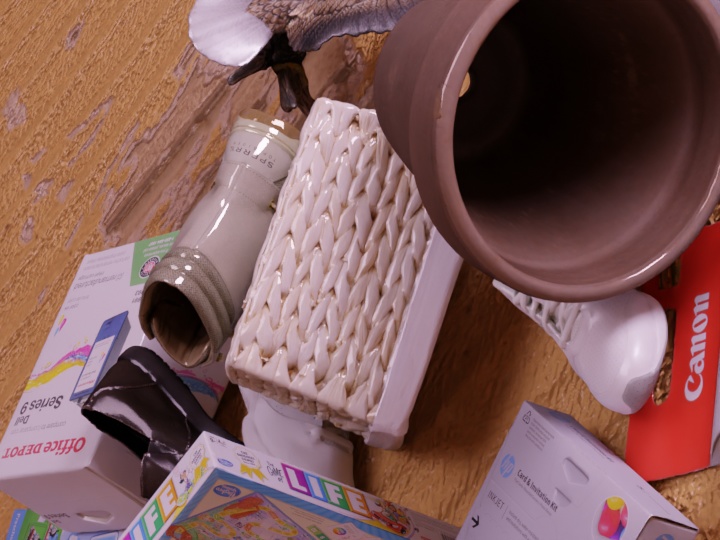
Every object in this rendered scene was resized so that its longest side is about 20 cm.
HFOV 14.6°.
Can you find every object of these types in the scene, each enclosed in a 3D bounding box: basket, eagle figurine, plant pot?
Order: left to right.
[{"bbox_3d":[-0.011,-0.207,1.985,0.200,0.152,0.151,-44,18,40],"label":"eagle figurine"},{"bbox_3d":[0.000,0.000,1.786,0.136,0.123,0.200,95,-165,-82],"label":"basket"},{"bbox_3d":[0.093,-0.098,1.629,0.175,0.200,0.200,28,94,60],"label":"plant pot"}]

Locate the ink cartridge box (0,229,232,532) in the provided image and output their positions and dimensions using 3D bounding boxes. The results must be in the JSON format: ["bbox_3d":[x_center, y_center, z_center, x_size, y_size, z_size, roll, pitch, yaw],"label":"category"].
[{"bbox_3d":[-0.168,0.082,2.033,0.145,0.087,0.200,-12,51,52],"label":"ink cartridge box"}]

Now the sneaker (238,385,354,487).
[{"bbox_3d":[-0.030,0.088,1.876,0.088,0.075,0.200,-41,37,16],"label":"sneaker"}]

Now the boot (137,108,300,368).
[{"bbox_3d":[-0.085,0.003,1.890,0.155,0.072,0.200,-61,-17,-25],"label":"boot"}]

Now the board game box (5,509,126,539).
[{"bbox_3d":[-0.214,0.250,2.069,0.200,0.037,0.151,-7,63,53],"label":"board game box"}]

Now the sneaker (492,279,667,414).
[{"bbox_3d":[0.121,0.017,1.671,0.070,0.080,0.200,-64,28,24],"label":"sneaker"}]

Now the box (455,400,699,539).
[{"bbox_3d":[0.100,0.197,1.624,0.156,0.041,0.200,42,111,57],"label":"box"}]

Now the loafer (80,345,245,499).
[{"bbox_3d":[-0.115,0.140,1.893,0.071,0.073,0.200,-35,62,-22],"label":"loafer"}]

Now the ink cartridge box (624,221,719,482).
[{"bbox_3d":[0.210,0.024,1.577,0.200,0.047,0.160,-21,53,47],"label":"ink cartridge box"}]

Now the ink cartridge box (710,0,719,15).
[{"bbox_3d":[0.182,-0.203,1.648,0.104,0.059,0.200,-25,91,47],"label":"ink cartridge box"}]

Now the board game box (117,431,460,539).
[{"bbox_3d":[-0.049,0.185,1.711,0.134,0.200,0.034,-51,35,22],"label":"board game box"}]
